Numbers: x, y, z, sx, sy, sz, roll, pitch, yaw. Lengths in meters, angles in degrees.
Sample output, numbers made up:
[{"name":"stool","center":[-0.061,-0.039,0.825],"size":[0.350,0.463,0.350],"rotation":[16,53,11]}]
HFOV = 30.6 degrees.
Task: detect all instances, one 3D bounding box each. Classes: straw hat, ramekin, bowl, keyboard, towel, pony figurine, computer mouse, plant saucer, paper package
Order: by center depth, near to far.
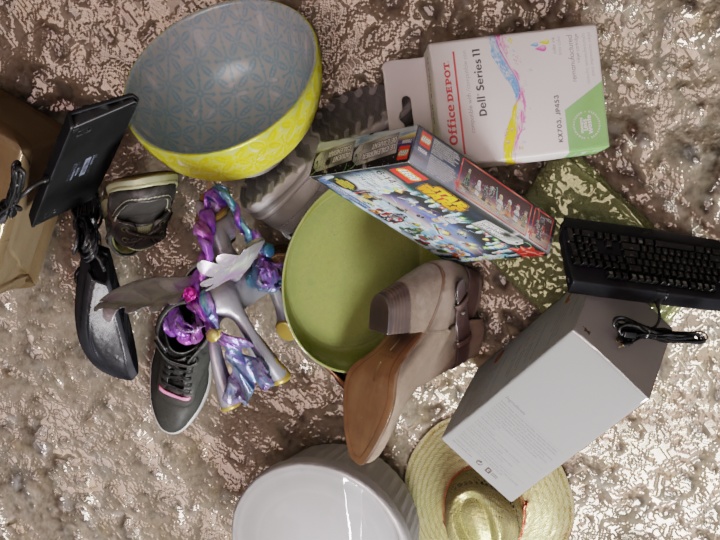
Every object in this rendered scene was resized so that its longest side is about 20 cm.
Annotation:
[{"name":"keyboard","center":[-0.280,-0.094,1.216],"size":[0.021,0.126,0.200],"rotation":[55,147,8]},{"name":"keyboard","center":[0.276,0.015,1.222],"size":[0.198,0.129,0.021],"rotation":[6,152,-23]},{"name":"pony figurine","center":[-0.136,0.026,1.258],"size":[0.165,0.193,0.202],"rotation":[-16,104,22]},{"name":"bowl","center":[-0.120,-0.154,1.273],"size":[0.197,0.202,0.108],"rotation":[-7,142,13]},{"name":"plant saucer","center":[0.000,0.000,1.297],"size":[0.031,0.198,0.203],"rotation":[20,115,52]},{"name":"towel","center":[0.227,-0.008,1.302],"size":[0.200,0.037,0.149],"rotation":[40,110,-3]},{"name":"paper package","center":[-0.412,-0.095,1.348],"size":[0.198,0.103,0.192],"rotation":[28,112,15]},{"name":"computer mouse","center":[-0.278,0.026,1.370],"size":[0.052,0.139,0.202],"rotation":[-12,115,-5]},{"name":"straw hat","center":[0.127,0.258,1.372],"size":[0.198,0.085,0.204],"rotation":[3,106,10]},{"name":"ramekin","center":[-0.028,0.277,1.391],"size":[0.200,0.094,0.205],"rotation":[6,108,19]}]

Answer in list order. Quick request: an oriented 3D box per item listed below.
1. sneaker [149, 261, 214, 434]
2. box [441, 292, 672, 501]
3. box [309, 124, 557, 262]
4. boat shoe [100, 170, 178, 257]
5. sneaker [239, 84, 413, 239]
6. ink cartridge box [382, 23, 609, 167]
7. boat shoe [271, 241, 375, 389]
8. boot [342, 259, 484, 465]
[{"name":"sneaker","center":[-0.193,0.095,1.380],"size":[0.070,0.099,0.202],"rotation":[19,110,3]},{"name":"box","center":[0.189,0.109,1.268],"size":[0.097,0.125,0.200],"rotation":[42,128,-4]},{"name":"box","center":[0.069,-0.066,1.222],"size":[0.199,0.040,0.136],"rotation":[29,158,-36]},{"name":"boat shoe","center":[-0.217,-0.053,1.297],"size":[0.071,0.201,0.067],"rotation":[-8,86,-19]},{"name":"sneaker","center":[-0.024,-0.110,1.317],"size":[0.199,0.075,0.082],"rotation":[-34,131,14]},{"name":"ink cartridge box","center":[0.124,-0.157,1.228],"size":[0.197,0.067,0.119],"rotation":[-7,91,-1]},{"name":"boat shoe","center":[-0.031,0.056,1.353],"size":[0.072,0.068,0.201],"rotation":[-37,96,18]},{"name":"boot","center":[0.061,0.088,1.309],"size":[0.070,0.145,0.202],"rotation":[28,115,40]}]
